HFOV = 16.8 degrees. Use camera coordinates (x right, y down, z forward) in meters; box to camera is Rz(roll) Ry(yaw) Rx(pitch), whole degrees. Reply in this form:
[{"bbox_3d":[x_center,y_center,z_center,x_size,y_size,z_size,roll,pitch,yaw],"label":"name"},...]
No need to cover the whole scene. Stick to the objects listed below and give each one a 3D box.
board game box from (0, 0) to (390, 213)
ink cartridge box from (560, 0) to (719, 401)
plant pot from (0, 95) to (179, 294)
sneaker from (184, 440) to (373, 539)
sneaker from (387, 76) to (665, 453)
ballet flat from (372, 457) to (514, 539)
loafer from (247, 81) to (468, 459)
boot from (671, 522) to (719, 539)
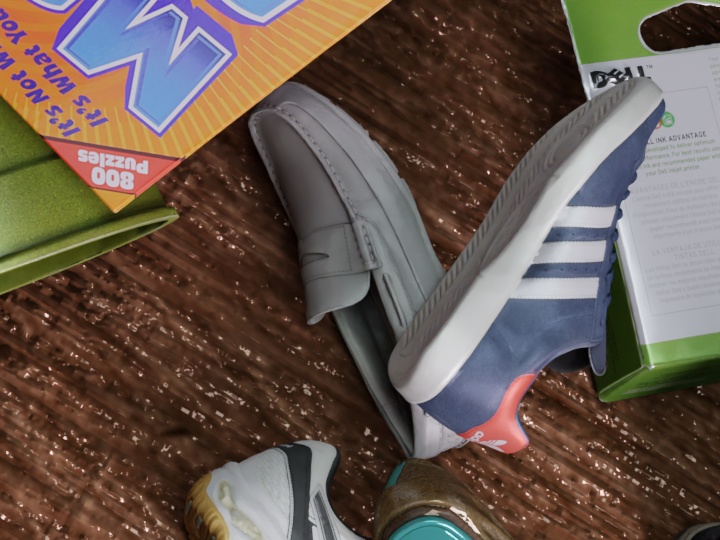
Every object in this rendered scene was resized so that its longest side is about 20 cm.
[{"bbox_3d":[-0.077,-0.192,1.019,0.200,0.200,0.200,46,30,-16],"label":"board game box"},{"bbox_3d":[0.179,-0.047,1.267,0.147,0.076,0.201,-8,76,-17],"label":"ink cartridge box"},{"bbox_3d":[-0.208,-0.078,1.084,0.199,0.200,0.194,-21,90,-20],"label":"plant pot"},{"bbox_3d":[-0.002,0.172,1.157,0.087,0.076,0.201,-26,85,-20],"label":"sneaker"},{"bbox_3d":[0.099,0.000,1.179,0.084,0.075,0.200,40,77,-13],"label":"sneaker"},{"bbox_3d":[0.070,0.161,1.175,0.068,0.072,0.200,-32,119,17],"label":"ballet flat"},{"bbox_3d":[0.000,0.000,1.206,0.070,0.070,0.201,-31,86,-29],"label":"loafer"},{"bbox_3d":[0.266,0.145,1.199,0.199,0.151,0.074,8,74,-13],"label":"boot"}]
